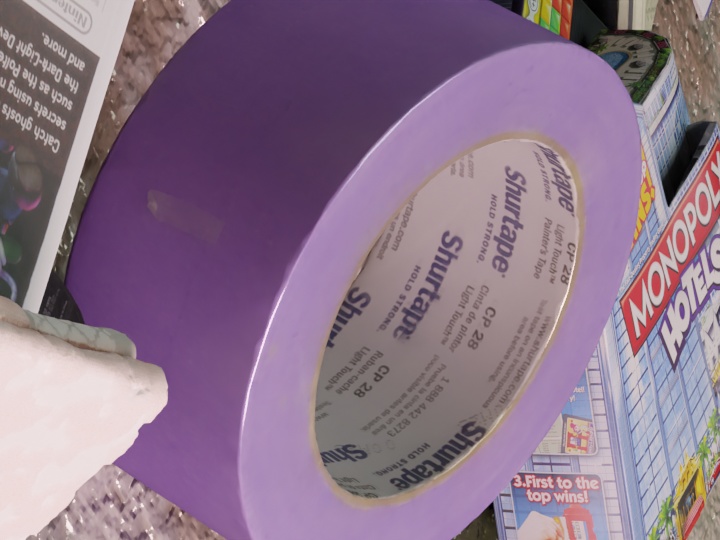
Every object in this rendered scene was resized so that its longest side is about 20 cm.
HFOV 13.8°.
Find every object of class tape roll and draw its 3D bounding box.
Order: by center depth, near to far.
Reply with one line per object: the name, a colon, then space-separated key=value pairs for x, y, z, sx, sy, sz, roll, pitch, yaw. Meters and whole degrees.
tape roll: x=0.000 y=0.000 z=0.991 sx=0.200 sy=0.085 sz=0.200 roll=-33 pitch=139 yaw=-35

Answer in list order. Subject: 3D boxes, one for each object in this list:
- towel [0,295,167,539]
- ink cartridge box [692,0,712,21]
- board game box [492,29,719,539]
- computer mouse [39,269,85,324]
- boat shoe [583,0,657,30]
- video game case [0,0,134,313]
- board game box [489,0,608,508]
towel: x=-0.161 y=0.068 z=0.693 sx=0.032 sy=0.200 sz=0.191 roll=53 pitch=14 yaw=25
ink cartridge box: x=0.120 y=-0.213 z=1.040 sx=0.200 sy=0.043 sz=0.196 roll=53 pitch=56 yaw=-69
board game box: x=0.097 y=-0.007 z=1.164 sx=0.200 sy=0.062 sz=0.200 roll=-53 pitch=135 yaw=-49
computer mouse: x=-0.147 y=-0.015 z=0.871 sx=0.200 sy=0.034 sz=0.059 roll=49 pitch=48 yaw=-40
boat shoe: x=0.099 y=-0.160 z=1.300 sx=0.200 sy=0.062 sz=0.075 roll=78 pitch=21 yaw=-50
video game case: x=-0.125 y=-0.080 z=0.718 sx=0.200 sy=0.023 sz=0.182 roll=37 pitch=64 yaw=-52
board game box: x=0.069 y=-0.010 z=1.236 sx=0.165 sy=0.057 sz=0.200 roll=36 pitch=57 yaw=-54
